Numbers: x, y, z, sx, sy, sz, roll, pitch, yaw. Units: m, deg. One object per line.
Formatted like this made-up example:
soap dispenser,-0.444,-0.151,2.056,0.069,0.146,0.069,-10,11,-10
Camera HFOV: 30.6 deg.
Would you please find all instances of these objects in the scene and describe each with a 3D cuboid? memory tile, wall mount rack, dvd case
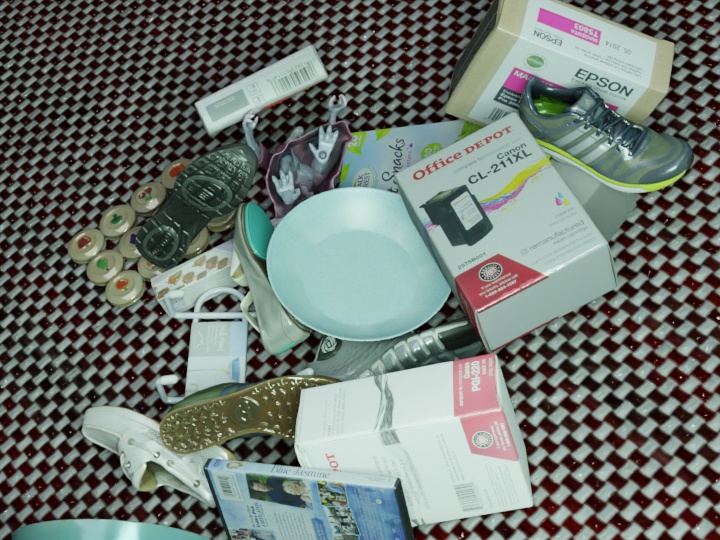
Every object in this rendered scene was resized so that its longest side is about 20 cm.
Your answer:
memory tile,-0.259,-0.050,1.642,0.200,0.017,0.153,-39,52,-10
wall mount rack,-0.135,0.083,1.462,0.174,0.075,0.200,-2,55,2
dvd case,-0.044,0.245,1.268,0.200,0.143,0.018,2,37,21

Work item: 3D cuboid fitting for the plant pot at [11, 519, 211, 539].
plant pot,-0.238,0.338,1.244,0.200,0.201,0.161,-6,65,16

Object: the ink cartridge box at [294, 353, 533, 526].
ink cartridge box,0.052,0.173,1.275,0.200,0.146,0.085,-13,38,10

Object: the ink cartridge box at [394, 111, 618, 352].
ink cartridge box,0.141,-0.041,1.310,0.146,0.083,0.200,-28,53,-1

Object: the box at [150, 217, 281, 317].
box,-0.149,-0.009,1.556,0.200,0.041,0.039,-27,50,1

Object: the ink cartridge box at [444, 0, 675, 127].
ink cartridge box,0.214,-0.208,1.437,0.200,0.165,0.075,20,59,-7

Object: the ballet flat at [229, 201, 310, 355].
ballet flat,-0.113,0.008,1.438,0.064,0.067,0.200,-38,50,17

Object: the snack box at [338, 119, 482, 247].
snack box,0.076,-0.086,1.512,0.200,0.068,0.169,-6,54,18

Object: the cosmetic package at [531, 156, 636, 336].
cosmetic package,0.206,-0.044,1.408,0.090,0.107,0.200,30,71,33

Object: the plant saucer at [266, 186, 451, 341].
plant saucer,0.000,0.000,1.407,0.201,0.039,0.201,1,54,-2

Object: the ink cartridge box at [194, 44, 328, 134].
ink cartridge box,-0.122,-0.222,1.652,0.162,0.200,0.050,-26,94,1

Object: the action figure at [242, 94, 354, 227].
action figure,-0.062,-0.128,1.561,0.134,0.149,0.200,-13,8,-8

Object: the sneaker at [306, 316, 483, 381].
sneaker,0.028,0.075,1.409,0.200,0.075,0.116,-26,48,2

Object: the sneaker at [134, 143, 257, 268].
sneaker,-0.189,-0.090,1.542,0.200,0.076,0.091,-38,16,32

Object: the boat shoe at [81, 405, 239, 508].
boat shoe,-0.226,0.201,1.410,0.200,0.071,0.069,14,60,27

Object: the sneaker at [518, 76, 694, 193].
sneaker,0.243,-0.141,1.347,0.200,0.081,0.074,19,63,27

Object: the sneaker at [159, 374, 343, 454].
sneaker,-0.105,0.139,1.363,0.200,0.067,0.090,-10,9,0
